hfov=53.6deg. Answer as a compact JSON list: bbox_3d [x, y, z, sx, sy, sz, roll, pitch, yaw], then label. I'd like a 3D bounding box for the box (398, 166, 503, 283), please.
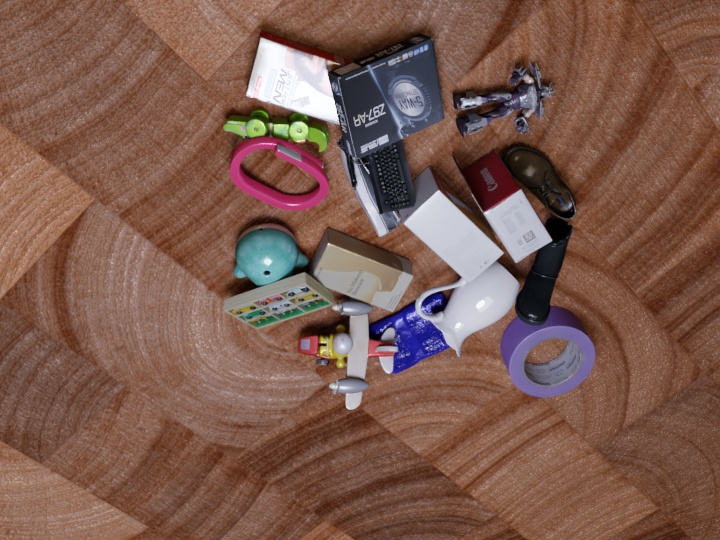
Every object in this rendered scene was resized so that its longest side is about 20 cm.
[{"bbox_3d":[0.178,-0.092,1.435,0.097,0.125,0.200,-42,115,18],"label":"box"}]

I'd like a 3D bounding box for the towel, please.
[{"bbox_3d":[0.127,0.148,1.611,0.199,0.050,0.148,-29,119,11],"label":"towel"}]

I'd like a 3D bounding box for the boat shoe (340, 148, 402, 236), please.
[{"bbox_3d":[0.025,-0.164,1.411,0.068,0.072,0.201,-29,112,-3],"label":"boat shoe"}]

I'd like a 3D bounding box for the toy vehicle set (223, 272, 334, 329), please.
[{"bbox_3d":[-0.169,0.066,1.486,0.199,0.027,0.124,-19,150,21],"label":"toy vehicle set"}]

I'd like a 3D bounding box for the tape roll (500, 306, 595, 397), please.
[{"bbox_3d":[0.429,0.188,1.641,0.199,0.085,0.201,-2,119,-3],"label":"tape roll"}]

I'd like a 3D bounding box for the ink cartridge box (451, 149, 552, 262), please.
[{"bbox_3d":[0.266,-0.143,1.368,0.084,0.200,0.176,-32,119,13],"label":"ink cartridge box"}]

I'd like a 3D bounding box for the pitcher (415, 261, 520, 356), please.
[{"bbox_3d":[0.226,0.059,1.513,0.200,0.121,0.172,-45,119,3],"label":"pitcher"}]

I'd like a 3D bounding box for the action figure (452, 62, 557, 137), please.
[{"bbox_3d":[0.277,-0.316,1.349,0.199,0.069,0.131,-15,115,0],"label":"action figure"}]

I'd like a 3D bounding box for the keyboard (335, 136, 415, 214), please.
[{"bbox_3d":[0.027,-0.207,1.350,0.126,0.021,0.201,-14,89,-11],"label":"keyboard"}]

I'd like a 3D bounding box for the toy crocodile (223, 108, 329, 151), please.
[{"bbox_3d":[-0.156,-0.263,1.339,0.199,0.068,0.062,2,120,-7],"label":"toy crocodile"}]

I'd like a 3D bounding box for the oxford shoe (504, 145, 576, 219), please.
[{"bbox_3d":[0.369,-0.176,1.428,0.200,0.085,0.073,36,113,-20],"label":"oxford shoe"}]

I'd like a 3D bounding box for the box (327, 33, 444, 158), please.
[{"bbox_3d":[0.051,-0.315,1.291,0.199,0.044,0.161,-26,128,-17],"label":"box"}]

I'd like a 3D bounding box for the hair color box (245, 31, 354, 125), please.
[{"bbox_3d":[-0.099,-0.347,1.299,0.199,0.064,0.111,13,117,-14],"label":"hair color box"}]

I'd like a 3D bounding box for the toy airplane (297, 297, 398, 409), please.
[{"bbox_3d":[-0.016,0.165,1.530,0.199,0.141,0.200,-42,74,0],"label":"toy airplane"}]

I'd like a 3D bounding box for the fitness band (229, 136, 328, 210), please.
[{"bbox_3d":[-0.154,-0.183,1.368,0.199,0.038,0.143,26,137,-33],"label":"fitness band"}]

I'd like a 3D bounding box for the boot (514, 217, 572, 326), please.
[{"bbox_3d":[0.382,-0.003,1.469,0.073,0.199,0.163,19,130,13],"label":"boot"}]

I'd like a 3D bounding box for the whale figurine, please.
[{"bbox_3d":[-0.185,0.003,1.468,0.158,0.104,0.201,-8,128,-1],"label":"whale figurine"}]

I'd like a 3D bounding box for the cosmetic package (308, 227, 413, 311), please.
[{"bbox_3d":[0.000,0.000,1.502,0.199,0.071,0.106,19,117,-16],"label":"cosmetic package"}]
